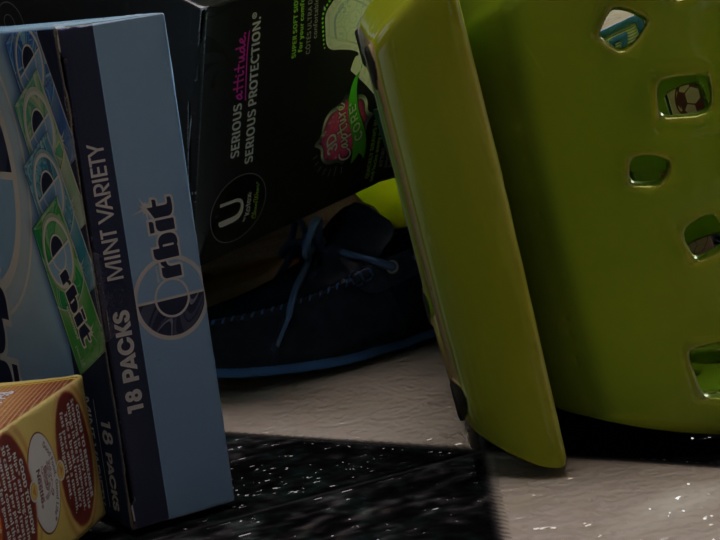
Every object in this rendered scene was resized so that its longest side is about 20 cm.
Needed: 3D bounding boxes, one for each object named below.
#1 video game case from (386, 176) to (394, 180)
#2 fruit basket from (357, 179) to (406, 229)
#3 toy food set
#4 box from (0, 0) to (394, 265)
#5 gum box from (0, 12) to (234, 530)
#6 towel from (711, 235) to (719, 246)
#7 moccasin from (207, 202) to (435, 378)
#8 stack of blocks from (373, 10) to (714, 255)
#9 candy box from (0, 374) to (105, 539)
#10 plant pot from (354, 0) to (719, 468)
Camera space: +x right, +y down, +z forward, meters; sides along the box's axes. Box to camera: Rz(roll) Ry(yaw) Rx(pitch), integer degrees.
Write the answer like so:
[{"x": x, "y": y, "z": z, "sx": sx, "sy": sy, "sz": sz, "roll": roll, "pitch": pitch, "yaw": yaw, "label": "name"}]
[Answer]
[{"x": -0.075, "y": -0.038, "z": 1.013, "sx": 0.199, "sy": 0.019, "sz": 0.142, "roll": -17, "pitch": 8, "yaw": -35, "label": "video game case"}, {"x": -0.018, "y": -0.087, "z": 1.257, "sx": 0.214, "sy": 0.157, "sz": 0.216, "roll": -23, "pitch": 1, "yaw": 0, "label": "fruit basket"}, {"x": -0.077, "y": -0.004, "z": 1.021, "sx": 0.197, "sy": 0.049, "sz": 0.199, "roll": -17, "pitch": 8, "yaw": -40, "label": "toy food set"}, {"x": -0.053, "y": -0.111, "z": 0.879, "sx": 0.148, "sy": 0.125, "sz": 0.199, "roll": 28, "pitch": 37, "yaw": 32, "label": "box"}, {"x": -0.120, "y": -0.007, "z": 0.735, "sx": 0.044, "sy": 0.172, "sz": 0.199, "roll": -12, "pitch": 10, "yaw": -28, "label": "gum box"}, {"x": 0.261, "y": -0.020, "z": 0.872, "sx": 0.111, "sy": 0.049, "sz": 0.199, "roll": -14, "pitch": 11, "yaw": -33, "label": "towel"}, {"x": 0.000, "y": 0.000, "z": 0.899, "sx": 0.198, "sy": 0.069, "sz": 0.080, "roll": -16, "pitch": 12, "yaw": -28, "label": "moccasin"}, {"x": 0.117, "y": -0.056, "z": 0.878, "sx": 0.199, "sy": 0.116, "sz": 0.058, "roll": -27, "pitch": 15, "yaw": -23, "label": "stack of blocks"}, {"x": -0.166, "y": 0.084, "z": 0.581, "sx": 0.114, "sy": 0.056, "sz": 0.200, "roll": -5, "pitch": 9, "yaw": 14, "label": "candy box"}, {"x": 0.102, "y": -0.043, "z": 0.720, "sx": 0.179, "sy": 0.201, "sz": 0.200, "roll": -14, "pitch": 11, "yaw": 0, "label": "plant pot"}]
